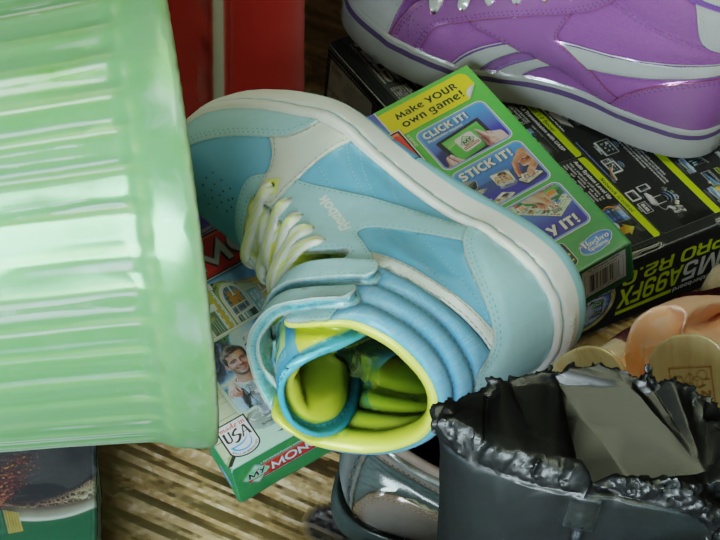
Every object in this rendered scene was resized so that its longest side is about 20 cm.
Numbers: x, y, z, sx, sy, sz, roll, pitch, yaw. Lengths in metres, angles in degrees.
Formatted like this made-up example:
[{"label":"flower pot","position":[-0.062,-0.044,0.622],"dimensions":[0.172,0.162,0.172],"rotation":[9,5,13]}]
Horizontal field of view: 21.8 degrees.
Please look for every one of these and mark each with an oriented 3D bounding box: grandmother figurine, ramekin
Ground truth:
[{"label":"grandmother figurine","position":[0.151,0.026,0.784],"dimensions":[0.121,0.061,0.200],"rotation":[1,11,23]},{"label":"ramekin","position":[-0.116,-0.025,0.709],"dimensions":[0.097,0.200,0.200],"rotation":[-8,46,-8]}]

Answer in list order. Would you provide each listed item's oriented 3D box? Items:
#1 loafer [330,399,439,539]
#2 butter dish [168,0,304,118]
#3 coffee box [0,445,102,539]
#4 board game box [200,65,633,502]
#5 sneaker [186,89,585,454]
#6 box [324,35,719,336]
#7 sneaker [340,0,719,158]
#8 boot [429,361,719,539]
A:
[{"label":"loafer","position":[0.088,0.092,0.752],"dimensions":[0.199,0.063,0.072],"rotation":[7,44,0]},{"label":"butter dish","position":[-0.131,-0.127,0.891],"dimensions":[0.199,0.200,0.148],"rotation":[-2,18,-7]},{"label":"coffee box","position":[-0.153,0.145,0.681],"dimensions":[0.123,0.044,0.200],"rotation":[0,44,-7]},{"label":"board game box","position":[0.000,0.000,0.825],"dimensions":[0.200,0.029,0.135],"rotation":[-29,54,-13]},{"label":"sneaker","position":[-0.023,-0.001,0.740],"dimensions":[0.200,0.080,0.131],"rotation":[26,39,27]},{"label":"box","position":[0.099,-0.062,0.927],"dimensions":[0.160,0.044,0.200],"rotation":[-20,50,-26]},{"label":"sneaker","position":[0.089,-0.136,0.889],"dimensions":[0.200,0.114,0.073],"rotation":[16,46,11]},{"label":"boot","position":[0.035,0.106,0.660],"dimensions":[0.198,0.163,0.073],"rotation":[6,42,-1]}]
